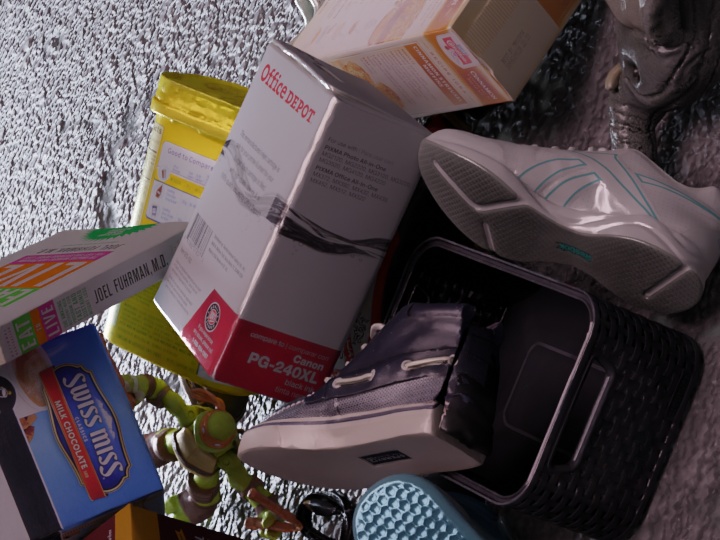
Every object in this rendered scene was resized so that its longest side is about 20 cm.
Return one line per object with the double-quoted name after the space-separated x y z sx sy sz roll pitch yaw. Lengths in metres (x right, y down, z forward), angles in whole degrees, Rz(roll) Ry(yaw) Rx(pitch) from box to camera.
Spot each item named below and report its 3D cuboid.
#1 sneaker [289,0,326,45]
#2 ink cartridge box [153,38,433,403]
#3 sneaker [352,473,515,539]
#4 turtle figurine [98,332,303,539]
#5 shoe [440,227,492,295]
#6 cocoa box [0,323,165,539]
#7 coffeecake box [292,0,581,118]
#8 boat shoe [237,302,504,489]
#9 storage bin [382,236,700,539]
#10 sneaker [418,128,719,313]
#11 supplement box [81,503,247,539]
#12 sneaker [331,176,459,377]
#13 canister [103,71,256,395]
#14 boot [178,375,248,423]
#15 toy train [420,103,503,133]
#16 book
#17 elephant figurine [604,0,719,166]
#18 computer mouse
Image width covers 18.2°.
-0.034 -0.125 1.676 0.070 0.080 0.200 -21 53 66 "sneaker"
-0.044 -0.032 1.467 0.200 0.083 0.145 -65 26 11 "ink cartridge box"
0.087 0.204 1.359 0.080 0.131 0.200 -40 76 8 "sneaker"
-0.123 0.122 1.628 0.064 0.200 0.161 -50 2 -26 "turtle figurine"
0.039 -0.005 1.565 0.200 0.053 0.070 -26 82 50 "shoe"
-0.214 0.146 1.546 0.200 0.131 0.133 100 148 -67 "cocoa box"
0.059 -0.184 1.563 0.200 0.073 0.154 -5 44 54 "coffeecake box"
0.010 0.076 1.378 0.200 0.075 0.093 -10 57 43 "boat shoe"
0.099 0.071 1.393 0.200 0.094 0.135 23 90 55 "storage bin"
0.130 -0.043 1.375 0.200 0.070 0.080 24 54 18 "sneaker"
-0.124 0.276 1.488 0.197 0.200 0.133 -38 44 37 "supplement box"
-0.001 0.001 1.517 0.108 0.067 0.201 36 130 34 "sneaker"
-0.100 -0.026 1.613 0.148 0.087 0.200 23 104 32 "canister"
-0.090 0.016 1.702 0.097 0.075 0.200 -40 41 39 "boot"
0.047 -0.086 1.582 0.200 0.034 0.046 -44 10 24 "toy train"
-0.218 0.019 1.527 0.134 0.200 0.048 -4 107 39 "book"
0.198 -0.167 1.382 0.141 0.155 0.200 -14 65 9 "elephant figurine"
0.012 0.162 1.514 0.200 0.034 0.059 -11 64 52 "computer mouse"
